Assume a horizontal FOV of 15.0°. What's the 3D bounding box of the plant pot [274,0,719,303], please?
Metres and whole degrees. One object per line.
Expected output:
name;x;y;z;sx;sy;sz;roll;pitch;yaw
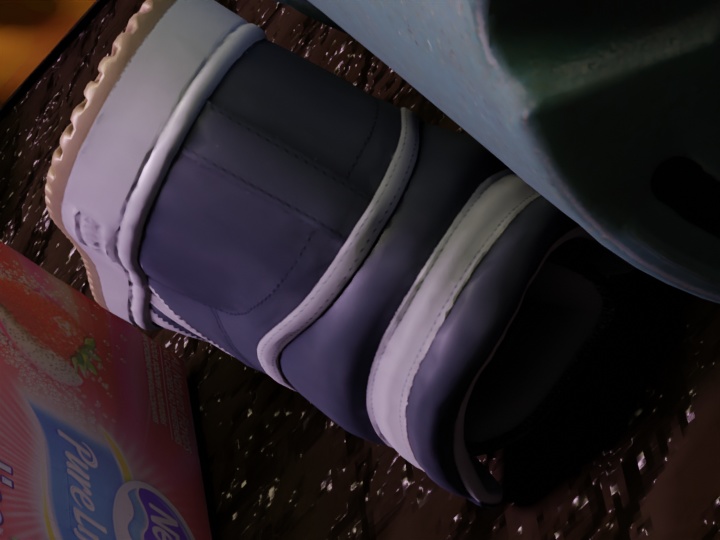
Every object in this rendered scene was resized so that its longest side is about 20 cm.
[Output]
plant pot;0.054;-0.101;0.477;0.200;0.200;0.196;-52;33;10

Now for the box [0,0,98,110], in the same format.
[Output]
box;-0.115;-0.125;0.977;0.200;0.041;0.119;-46;27;28

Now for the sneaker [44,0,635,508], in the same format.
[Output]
sneaker;0.000;0.000;0.599;0.070;0.108;0.200;-61;-5;-3

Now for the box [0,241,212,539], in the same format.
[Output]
box;-0.096;0.084;0.626;0.103;0.095;0.200;-48;26;18
